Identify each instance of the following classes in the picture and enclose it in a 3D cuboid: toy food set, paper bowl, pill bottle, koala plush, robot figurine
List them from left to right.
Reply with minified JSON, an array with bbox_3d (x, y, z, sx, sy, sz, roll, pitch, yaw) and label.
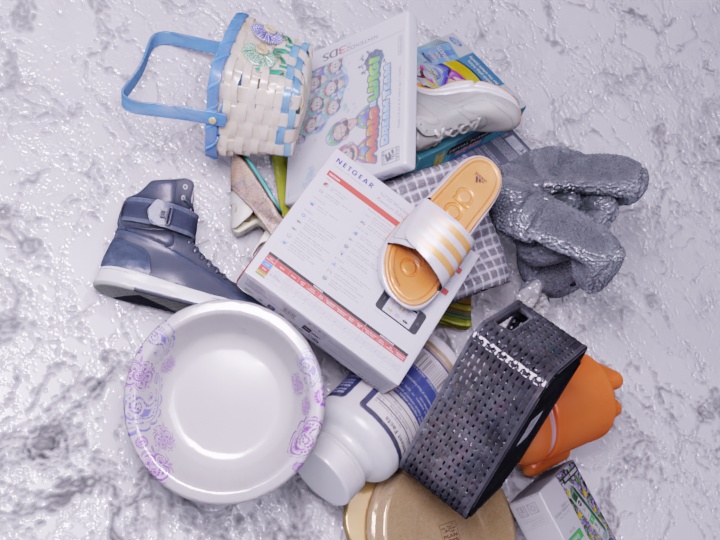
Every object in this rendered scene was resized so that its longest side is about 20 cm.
[{"bbox_3d":[-0.135,0.133,1.058,0.199,0.104,0.202,0,83,-1],"label":"paper bowl"},{"bbox_3d":[0.019,0.162,1.144,0.111,0.111,0.200,49,58,-2],"label":"pill bottle"},{"bbox_3d":[0.089,0.300,1.163,0.199,0.049,0.199,-27,85,-32],"label":"toy food set"},{"bbox_3d":[0.224,0.163,1.242,0.199,0.144,0.117,-15,62,-30],"label":"robot figurine"},{"bbox_3d":[0.244,-0.038,1.295,0.183,0.200,0.178,18,60,15],"label":"koala plush"}]

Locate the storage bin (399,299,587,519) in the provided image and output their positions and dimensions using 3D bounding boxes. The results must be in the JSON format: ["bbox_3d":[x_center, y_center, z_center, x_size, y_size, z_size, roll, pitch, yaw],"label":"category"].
[{"bbox_3d":[0.142,0.146,1.098,0.094,0.201,0.135,36,27,19],"label":"storage bin"}]

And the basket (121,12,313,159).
[{"bbox_3d":[-0.157,-0.215,1.177,0.198,0.140,0.177,6,39,0],"label":"basket"}]

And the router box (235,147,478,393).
[{"bbox_3d":[0.000,0.000,1.103,0.200,0.049,0.180,37,66,-4],"label":"router box"}]

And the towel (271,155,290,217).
[{"bbox_3d":[-0.060,-0.088,1.254,0.086,0.018,0.201,-2,72,-28],"label":"towel"}]

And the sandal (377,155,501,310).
[{"bbox_3d":[0.091,-0.054,1.089,0.079,0.059,0.207,37,66,-4],"label":"sandal"}]

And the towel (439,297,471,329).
[{"bbox_3d":[0.106,-0.028,1.304,0.086,0.018,0.201,15,65,-21],"label":"towel"}]

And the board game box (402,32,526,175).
[{"bbox_3d":[0.093,-0.215,1.335,0.199,0.047,0.151,-29,68,-32],"label":"board game box"}]

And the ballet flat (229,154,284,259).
[{"bbox_3d":[-0.108,-0.047,1.185,0.067,0.068,0.200,-36,79,-7],"label":"ballet flat"}]

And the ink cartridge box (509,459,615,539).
[{"bbox_3d":[0.260,0.336,1.212,0.109,0.050,0.201,-20,80,-55],"label":"ink cartridge box"}]

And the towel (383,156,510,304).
[{"bbox_3d":[0.065,-0.030,1.204,0.199,0.086,0.167,-20,90,-23],"label":"towel"}]

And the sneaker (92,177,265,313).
[{"bbox_3d":[-0.175,-0.020,1.137,0.201,0.077,0.147,20,66,-17],"label":"sneaker"}]

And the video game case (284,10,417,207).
[{"bbox_3d":[-0.012,-0.186,1.209,0.024,0.181,0.201,26,59,-46],"label":"video game case"}]

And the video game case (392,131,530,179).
[{"bbox_3d":[0.113,-0.163,1.344,0.199,0.019,0.143,-27,67,-30],"label":"video game case"}]

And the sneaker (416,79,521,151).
[{"bbox_3d":[0.095,-0.177,1.240,0.199,0.076,0.093,6,61,-4],"label":"sneaker"}]
